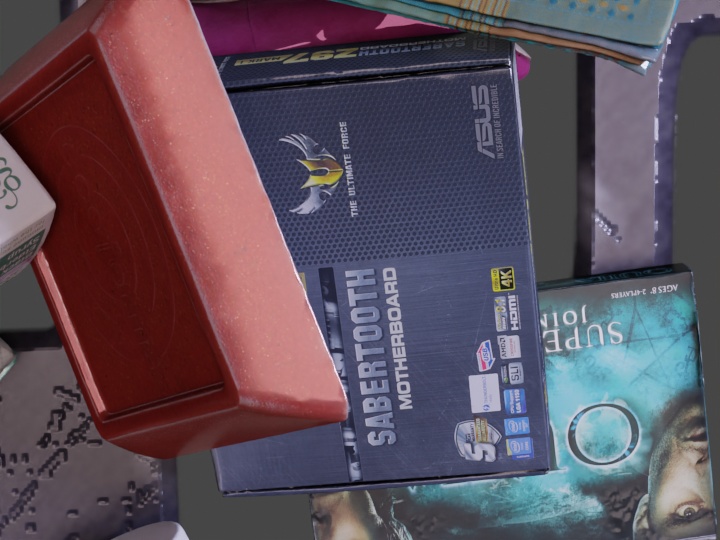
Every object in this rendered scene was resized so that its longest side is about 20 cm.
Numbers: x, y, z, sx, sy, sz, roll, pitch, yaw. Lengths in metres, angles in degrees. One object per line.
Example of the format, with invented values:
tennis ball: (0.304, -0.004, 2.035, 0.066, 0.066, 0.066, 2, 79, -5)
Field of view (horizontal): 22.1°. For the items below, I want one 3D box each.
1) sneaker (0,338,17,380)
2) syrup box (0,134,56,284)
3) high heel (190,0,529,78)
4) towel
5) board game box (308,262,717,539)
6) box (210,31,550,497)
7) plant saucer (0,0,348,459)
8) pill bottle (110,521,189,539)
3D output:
sneaker: (-0.207, 0.057, 0.872, 0.087, 0.075, 0.202, -1, 99, -13)
syrup box: (-0.230, -0.069, 0.809, 0.079, 0.081, 0.200, -37, 85, -32)
high heel: (-0.027, -0.091, 0.844, 0.198, 0.067, 0.097, 17, 95, 8)
towel: (0.056, -0.162, 0.793, 0.198, 0.022, 0.148, 15, 62, 21)
board game box: (0.069, 0.077, 0.899, 0.198, 0.028, 0.137, -8, 99, 0)
box: (0.000, 0.000, 0.819, 0.156, 0.051, 0.202, -4, 113, 8)
plant saucer: (-0.099, -0.013, 0.789, 0.036, 0.199, 0.201, -23, 92, -31)
pill bottle: (-0.081, 0.230, 0.881, 0.109, 0.110, 0.201, -26, 100, 3)
